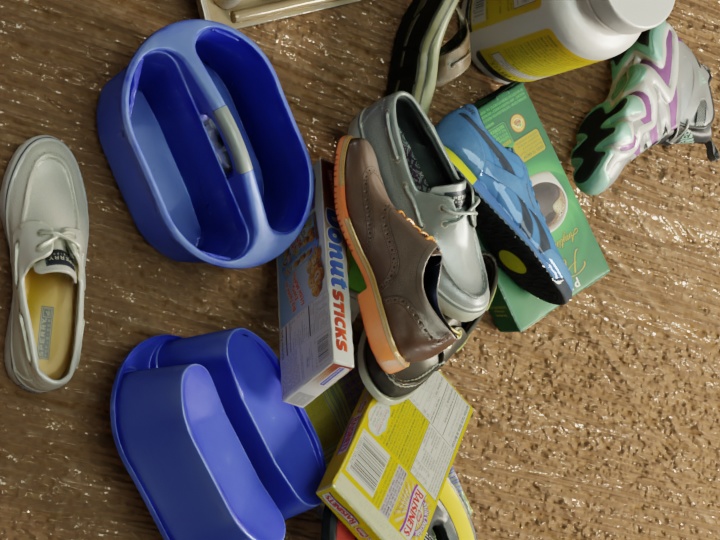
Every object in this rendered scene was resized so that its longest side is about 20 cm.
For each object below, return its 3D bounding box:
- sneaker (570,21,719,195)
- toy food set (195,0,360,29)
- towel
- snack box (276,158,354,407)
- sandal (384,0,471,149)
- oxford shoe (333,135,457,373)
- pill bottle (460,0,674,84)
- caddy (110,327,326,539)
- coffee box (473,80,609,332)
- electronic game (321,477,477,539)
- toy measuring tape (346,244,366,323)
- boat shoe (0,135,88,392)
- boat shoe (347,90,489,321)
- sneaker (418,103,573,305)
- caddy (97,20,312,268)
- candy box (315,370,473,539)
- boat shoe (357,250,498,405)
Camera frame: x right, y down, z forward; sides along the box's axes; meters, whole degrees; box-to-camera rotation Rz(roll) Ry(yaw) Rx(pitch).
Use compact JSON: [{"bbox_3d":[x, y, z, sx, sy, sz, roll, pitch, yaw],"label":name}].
[{"bbox_3d":[0.292,-0.134,1.568,0.140,0.078,0.201,34,70,-23],"label":"sneaker"},{"bbox_3d":[-0.065,-0.292,1.383,0.199,0.060,0.145,-18,95,-31],"label":"toy food set"},{"bbox_3d":[0.012,0.162,1.411,0.143,0.023,0.201,-26,99,-30],"label":"towel"},{"bbox_3d":[-0.040,0.008,1.317,0.024,0.072,0.201,20,48,-30],"label":"snack box"},{"bbox_3d":[0.064,-0.181,1.442,0.057,0.080,0.202,18,86,-23],"label":"sandal"},{"bbox_3d":[0.029,-0.021,1.308,0.071,0.072,0.201,26,47,-69],"label":"oxford shoe"},{"bbox_3d":[0.185,-0.236,1.443,0.111,0.200,0.112,2,85,-30],"label":"pill bottle"},{"bbox_3d":[-0.118,0.142,1.293,0.141,0.105,0.201,-38,106,-52],"label":"caddy"},{"bbox_3d":[0.138,-0.057,1.491,0.123,0.044,0.201,-33,102,-27],"label":"coffee box"},{"bbox_3d":[0.038,0.242,1.350,0.199,0.041,0.201,25,56,-44],"label":"electronic game"},{"bbox_3d":[0.000,0.000,1.386,0.074,0.073,0.201,44,63,-20],"label":"toy measuring tape"},{"bbox_3d":[-0.239,-0.007,1.251,0.070,0.070,0.202,6,83,-29],"label":"boat shoe"},{"bbox_3d":[0.059,-0.056,1.349,0.070,0.071,0.202,-22,82,-42],"label":"boat shoe"},{"bbox_3d":[0.136,-0.059,1.428,0.200,0.066,0.078,50,65,-16],"label":"sneaker"},{"bbox_3d":[-0.122,-0.098,1.297,0.141,0.105,0.201,-28,100,-30],"label":"caddy"},{"bbox_3d":[0.032,0.148,1.348,0.102,0.026,0.200,51,37,-18],"label":"candy box"},{"bbox_3d":[0.060,0.041,1.381,0.072,0.060,0.201,52,37,-10],"label":"boat shoe"}]
